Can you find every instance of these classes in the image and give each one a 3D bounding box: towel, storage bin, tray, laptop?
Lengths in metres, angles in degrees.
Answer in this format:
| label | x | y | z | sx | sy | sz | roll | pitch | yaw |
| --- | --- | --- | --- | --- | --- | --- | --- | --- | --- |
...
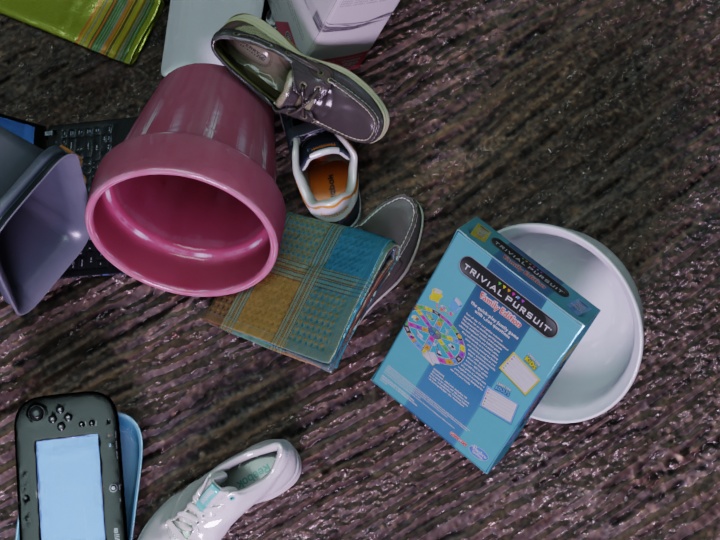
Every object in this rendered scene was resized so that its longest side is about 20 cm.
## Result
| label | x | y | z | sx | sy | sz | roll | pitch | yaw |
| --- | --- | --- | --- | --- | --- | --- | --- | --- | --- |
| towel | -0.061 | 0.015 | 1.440 | 0.199 | 0.022 | 0.148 | 16 | 71 | 44 |
| towel | -0.326 | -0.303 | 1.610 | 0.198 | 0.018 | 0.087 | 22 | 76 | 11 |
| storage bin | -0.351 | -0.075 | 1.391 | 0.134 | 0.200 | 0.146 | 34 | 69 | 9 |
| tray | -0.151 | -0.285 | 1.525 | 0.106 | 0.202 | 0.022 | 21 | 32 | 12 |
| laptop | -0.328 | -0.089 | 1.500 | 0.198 | 0.103 | 0.179 | -4 | 74 | 13 |

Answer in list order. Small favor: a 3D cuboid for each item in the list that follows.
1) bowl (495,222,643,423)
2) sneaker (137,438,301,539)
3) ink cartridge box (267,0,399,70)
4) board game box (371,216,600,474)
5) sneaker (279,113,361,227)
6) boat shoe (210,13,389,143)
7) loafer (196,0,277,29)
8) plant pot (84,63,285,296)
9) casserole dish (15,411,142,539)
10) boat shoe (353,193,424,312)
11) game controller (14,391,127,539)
| label | x | y | z | sx | sy | sz | roll | pitch | yaw |
| --- | --- | --- | --- | --- | --- | --- | --- | --- | --- |
| bowl | 0.198 | 0.041 | 1.404 | 0.199 | 0.090 | 0.203 | 11 | 111 | 29 |
| sneaker | -0.149 | 0.229 | 1.400 | 0.200 | 0.089 | 0.075 | -40 | 76 | -7 |
| ink cartridge box | -0.028 | -0.308 | 1.442 | 0.084 | 0.200 | 0.147 | -13 | 74 | -21 |
| board game box | 0.118 | 0.074 | 1.382 | 0.151 | 0.047 | 0.201 | 38 | 122 | 14 |
| sneaker | -0.041 | -0.141 | 1.507 | 0.078 | 0.079 | 0.202 | -17 | 71 | 0 |
| boat shoe | -0.065 | -0.182 | 1.430 | 0.199 | 0.074 | 0.065 | 31 | 35 | 7 |
| loafer | -0.106 | -0.279 | 1.553 | 0.198 | 0.063 | 0.072 | 14 | 55 | 10 |
| plant pot | -0.165 | -0.103 | 1.452 | 0.198 | 0.201 | 0.180 | 5 | 54 | 6 |
| casserole dish | -0.280 | 0.231 | 1.437 | 0.120 | 0.039 | 0.202 | 3 | 75 | 6 |
| boat shoe | 0.000 | 0.000 | 1.469 | 0.071 | 0.061 | 0.202 | 33 | 79 | 13 |
| game controller | -0.284 | 0.220 | 1.400 | 0.103 | 0.042 | 0.202 | -8 | 73 | 3 |
